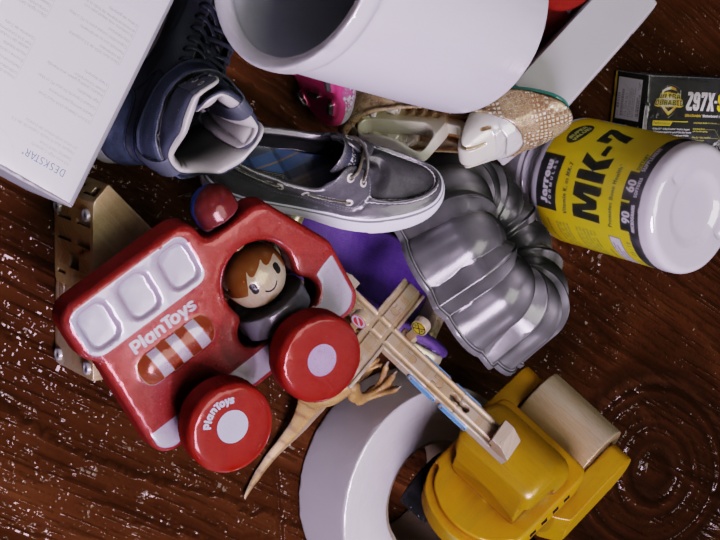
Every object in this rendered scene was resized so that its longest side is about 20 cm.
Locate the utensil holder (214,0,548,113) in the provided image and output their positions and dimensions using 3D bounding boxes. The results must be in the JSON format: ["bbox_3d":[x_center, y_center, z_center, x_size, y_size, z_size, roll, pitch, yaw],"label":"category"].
[{"bbox_3d":[0.019,-0.212,1.276,0.199,0.169,0.172,9,96,-47],"label":"utensil holder"}]

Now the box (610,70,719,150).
[{"bbox_3d":[0.326,-0.112,1.710,0.198,0.049,0.162,-3,101,-38],"label":"box"}]

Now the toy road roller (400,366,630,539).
[{"bbox_3d":[0.138,0.160,1.455,0.200,0.123,0.147,-40,162,-27],"label":"toy road roller"}]

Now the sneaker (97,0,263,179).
[{"bbox_3d":[-0.106,-0.156,1.290,0.077,0.146,0.204,40,75,-36],"label":"sneaker"}]

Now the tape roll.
[{"bbox_3d":[0.043,0.194,1.550,0.201,0.070,0.205,-12,109,-37],"label":"tape roll"}]

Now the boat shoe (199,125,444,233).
[{"bbox_3d":[-0.025,-0.080,1.348,0.197,0.066,0.071,9,63,-11],"label":"boat shoe"}]

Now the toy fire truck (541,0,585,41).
[{"bbox_3d":[0.099,-0.242,1.470,0.199,0.112,0.169,14,119,-41],"label":"toy fire truck"}]

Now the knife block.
[{"bbox_3d":[-0.150,0.021,1.354,0.174,0.064,0.203,-9,107,-37],"label":"knife block"}]

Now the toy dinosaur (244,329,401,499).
[{"bbox_3d":[-0.031,0.100,1.461,0.105,0.061,0.201,-5,138,-37],"label":"toy dinosaur"}]

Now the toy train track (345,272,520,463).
[{"bbox_3d":[0.051,0.071,1.357,0.200,0.033,0.115,43,53,-3],"label":"toy train track"}]

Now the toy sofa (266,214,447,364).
[{"bbox_3d":[0.000,0.000,1.446,0.199,0.097,0.084,29,84,-39],"label":"toy sofa"}]

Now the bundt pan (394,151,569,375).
[{"bbox_3d":[0.109,-0.018,1.463,0.075,0.203,0.202,-32,132,22],"label":"bundt pan"}]

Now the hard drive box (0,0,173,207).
[{"bbox_3d":[-0.235,-0.172,1.225,0.155,0.076,0.202,32,81,-39],"label":"hard drive box"}]

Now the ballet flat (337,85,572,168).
[{"bbox_3d":[0.073,-0.113,1.417,0.071,0.198,0.066,69,31,-47],"label":"ballet flat"}]

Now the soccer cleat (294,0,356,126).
[{"bbox_3d":[-0.023,-0.217,1.387,0.086,0.070,0.202,-28,118,-29],"label":"soccer cleat"}]

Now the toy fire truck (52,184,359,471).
[{"bbox_3d":[-0.104,0.033,1.259,0.199,0.112,0.169,-37,120,-14],"label":"toy fire truck"}]

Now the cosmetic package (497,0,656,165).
[{"bbox_3d":[0.178,-0.179,1.513,0.051,0.083,0.200,44,54,-1],"label":"cosmetic package"}]

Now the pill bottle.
[{"bbox_3d":[0.223,-0.073,1.538,0.113,0.199,0.116,-11,109,-36],"label":"pill bottle"}]
